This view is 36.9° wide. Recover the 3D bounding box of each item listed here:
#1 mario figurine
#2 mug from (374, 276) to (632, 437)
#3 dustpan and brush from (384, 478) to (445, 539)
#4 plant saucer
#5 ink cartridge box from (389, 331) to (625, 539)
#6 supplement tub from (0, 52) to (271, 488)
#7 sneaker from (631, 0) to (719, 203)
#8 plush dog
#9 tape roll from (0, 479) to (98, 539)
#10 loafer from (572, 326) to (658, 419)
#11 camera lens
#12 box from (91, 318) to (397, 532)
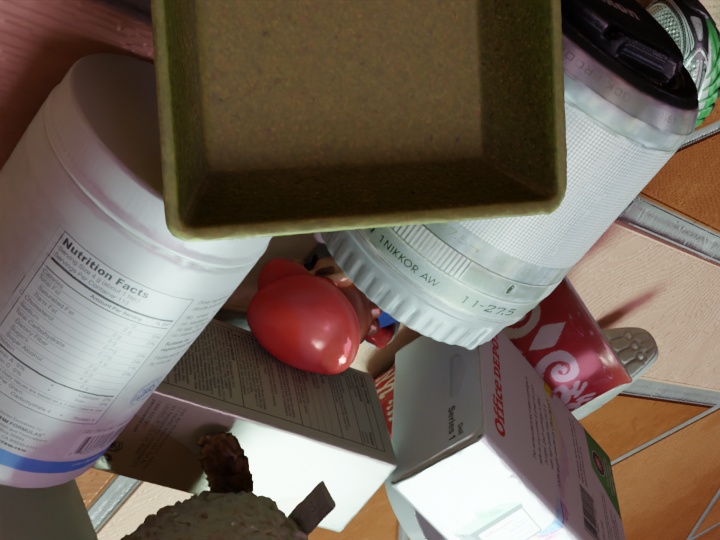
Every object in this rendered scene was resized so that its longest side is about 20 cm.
[{"bbox_3d":[0.000,0.000,0.765,0.198,0.125,0.105,-19,-174,-37],"label":"mario figurine"},{"bbox_3d":[0.123,0.100,0.947,0.199,0.134,0.177,-34,147,9],"label":"mug"},{"bbox_3d":[0.052,0.181,1.034,0.057,0.141,0.200,-22,129,42],"label":"dustpan and brush"},{"bbox_3d":[-0.003,-0.122,0.497,0.197,0.048,0.203,-5,96,-21],"label":"plant saucer"},{"bbox_3d":[0.111,0.148,0.805,0.083,0.146,0.200,-31,117,23],"label":"ink cartridge box"},{"bbox_3d":[-0.144,0.005,0.564,0.131,0.133,0.200,10,128,-49],"label":"supplement tub"},{"bbox_3d":[0.182,-0.107,0.760,0.084,0.078,0.201,-11,143,-31],"label":"sneaker"},{"bbox_3d":[-0.109,0.192,0.604,0.198,0.163,0.171,-3,-170,33],"label":"plush dog"},{"bbox_3d":[-0.272,0.186,0.691,0.201,0.140,0.204,-24,148,-16],"label":"tape roll"},{"bbox_3d":[0.217,0.122,1.127,0.198,0.071,0.070,-26,154,3],"label":"loafer"},{"bbox_3d":[0.083,-0.076,0.633,0.159,0.161,0.201,4,134,-45],"label":"camera lens"},{"bbox_3d":[-0.081,0.097,0.724,0.198,0.096,0.078,23,119,-28],"label":"box"}]
